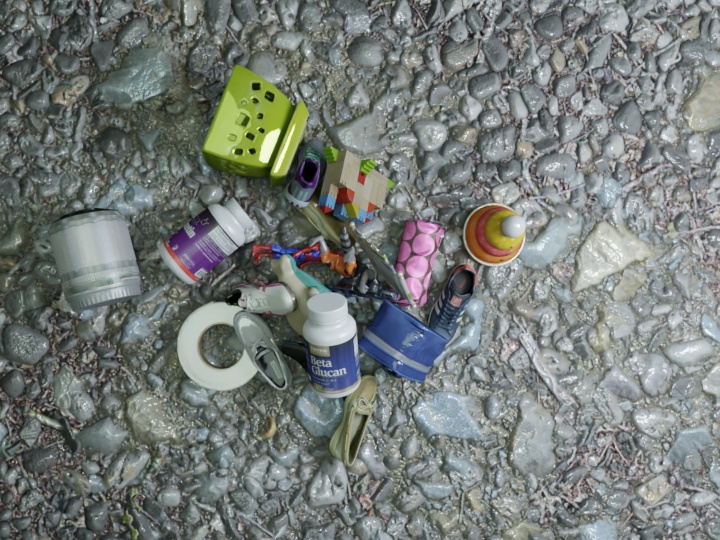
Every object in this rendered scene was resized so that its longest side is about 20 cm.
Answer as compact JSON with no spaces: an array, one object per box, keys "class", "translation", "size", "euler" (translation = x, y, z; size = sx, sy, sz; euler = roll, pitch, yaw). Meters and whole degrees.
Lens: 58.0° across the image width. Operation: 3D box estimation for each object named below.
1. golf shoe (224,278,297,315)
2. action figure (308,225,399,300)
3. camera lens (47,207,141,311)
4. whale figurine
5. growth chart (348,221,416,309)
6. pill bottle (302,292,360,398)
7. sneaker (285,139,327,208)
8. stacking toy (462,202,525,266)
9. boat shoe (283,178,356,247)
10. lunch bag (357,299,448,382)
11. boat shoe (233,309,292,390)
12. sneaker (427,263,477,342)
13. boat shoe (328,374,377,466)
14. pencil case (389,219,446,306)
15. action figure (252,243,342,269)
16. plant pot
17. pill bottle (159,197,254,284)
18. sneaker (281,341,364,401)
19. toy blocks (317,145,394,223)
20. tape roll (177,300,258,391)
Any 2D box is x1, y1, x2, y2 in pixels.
[{"class":"golf shoe","translation":[-0.212,0.067,1.396],"size":[0.092,0.200,0.073],"euler":[-26,109,-37]},{"class":"action figure","translation":[0.000,0.000,1.419],"size":[0.199,0.194,0.105],"euler":[9,64,32]},{"class":"camera lens","translation":[-0.572,-0.026,1.406],"size":[0.159,0.160,0.201],"euler":[-15,89,-2]},{"class":"whale figurine","translation":[-0.120,0.049,1.434],"size":[0.104,0.159,0.201],"euler":[-32,96,-33]},{"class":"growth chart","translation":[0.044,-0.014,1.395],"size":[0.018,0.145,0.200],"euler":[-36,53,-9]},{"class":"pill bottle","translation":[-0.061,0.152,1.339],"size":[0.110,0.111,0.201],"euler":[-6,117,-2]},{"class":"sneaker","translation":[-0.102,-0.229,1.413],"size":[0.074,0.088,0.201],"euler":[22,51,-14]},{"class":"stacking toy","translation":[0.309,-0.085,1.416],"size":[0.145,0.200,0.147],"euler":[0,88,-1]},{"class":"boat shoe","translation":[-0.091,-0.125,1.471],"size":[0.201,0.063,0.073],"euler":[44,48,-4]},{"class":"lunch bag","translation":[0.091,0.164,1.409],"size":[0.136,0.200,0.133],"euler":[34,91,30]},{"class":"boat shoe","translation":[-0.212,0.172,1.423],"size":[0.073,0.065,0.200],"euler":[-37,91,-3]},{"class":"sneaker","translation":[0.207,0.078,1.465],"size":[0.075,0.085,0.201],"euler":[19,88,-1]},{"class":"boat shoe","translation":[-0.005,0.332,1.447],"size":[0.073,0.063,0.201],"euler":[25,90,-45]},{"class":"pencil case","translation":[0.127,-0.016,1.466],"size":[0.093,0.091,0.201],"euler":[15,90,-2]},{"class":"action figure","translation":[-0.141,-0.033,1.469],"size":[0.199,0.066,0.052],"euler":[-2,57,-1]},{"class":"plant pot","translation":[-0.219,-0.298,1.413],"size":[0.181,0.200,0.200],"euler":[22,87,-7]},{"class":"pill bottle","translation":[-0.337,-0.069,1.439],"size":[0.200,0.112,0.113],"euler":[-40,90,-3]},{"class":"sneaker","translation":[-0.093,0.222,1.457],"size":[0.199,0.073,0.082],"euler":[26,87,-1]},{"class":"toy blocks","translation":[-0.015,-0.167,1.425],"size":[0.100,0.200,0.137],"euler":[0,72,41]},{"class":"tape roll","translation":[-0.312,0.169,1.470],"size":[0.202,0.037,0.204],"euler":[0,89,-2]}]
